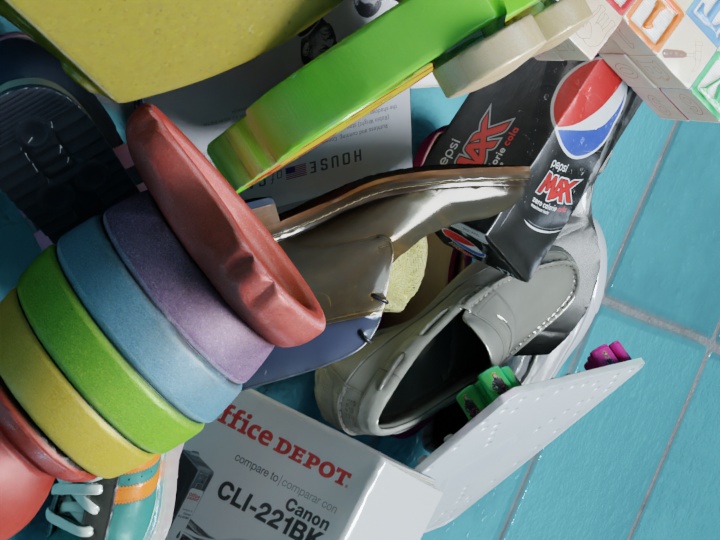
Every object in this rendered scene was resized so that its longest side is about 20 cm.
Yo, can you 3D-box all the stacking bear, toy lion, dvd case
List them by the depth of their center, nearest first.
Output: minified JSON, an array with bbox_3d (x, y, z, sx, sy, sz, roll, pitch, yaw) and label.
[{"bbox_3d":[-0.124,0.044,0.762,0.200,0.122,0.114,-38,154,3],"label":"stacking bear"},{"bbox_3d":[0.004,-0.091,0.803,0.191,0.069,0.200,-30,-177,20],"label":"toy lion"},{"bbox_3d":[-0.047,-0.118,0.899,0.150,0.025,0.200,-15,127,-16],"label":"dvd case"}]

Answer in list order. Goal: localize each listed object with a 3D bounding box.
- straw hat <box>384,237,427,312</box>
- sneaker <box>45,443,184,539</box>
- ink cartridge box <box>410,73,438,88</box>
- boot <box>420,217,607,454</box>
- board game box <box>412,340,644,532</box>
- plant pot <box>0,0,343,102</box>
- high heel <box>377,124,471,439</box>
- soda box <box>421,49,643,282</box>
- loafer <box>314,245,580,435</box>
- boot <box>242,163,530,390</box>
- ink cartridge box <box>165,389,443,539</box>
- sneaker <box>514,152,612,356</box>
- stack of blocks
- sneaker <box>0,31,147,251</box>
[{"bbox_3d":[-0.008,-0.015,1.020,0.201,0.085,0.202,-32,133,-41],"label":"straw hat"},{"bbox_3d":[-0.135,0.085,0.927,0.080,0.071,0.200,26,84,-52],"label":"sneaker"},{"bbox_3d":[0.073,-0.192,1.024,0.200,0.083,0.147,-12,120,-51],"label":"ink cartridge box"},{"bbox_3d":[0.107,0.047,1.226,0.096,0.073,0.200,8,104,-63],"label":"boot"},{"bbox_3d":[0.069,0.118,1.121,0.200,0.026,0.200,-43,161,27],"label":"board game box"},{"bbox_3d":[-0.096,-0.190,0.709,0.200,0.194,0.195,-51,145,-3],"label":"plant pot"},{"bbox_3d":[0.037,0.007,1.107,0.096,0.067,0.201,30,71,-70],"label":"high heel"},{"bbox_3d":[0.113,-0.098,1.000,0.200,0.071,0.063,-57,142,-8],"label":"soda box"},{"bbox_3d":[0.065,0.046,1.065,0.200,0.070,0.070,-31,123,-25],"label":"loafer"},{"bbox_3d":[0.000,0.000,0.917,0.199,0.075,0.097,-12,94,-8],"label":"boot"},{"bbox_3d":[-0.066,0.177,1.005,0.200,0.144,0.084,-62,147,-7],"label":"ink cartridge box"},{"bbox_3d":[0.118,-0.039,1.175,0.080,0.086,0.201,13,98,-22],"label":"sneaker"},{"bbox_3d":[0.130,-0.164,0.918,0.200,0.059,0.115,41,79,-24],"label":"stack of blocks"},{"bbox_3d":[-0.126,-0.031,0.838,0.070,0.082,0.200,-22,131,-2],"label":"sneaker"}]
